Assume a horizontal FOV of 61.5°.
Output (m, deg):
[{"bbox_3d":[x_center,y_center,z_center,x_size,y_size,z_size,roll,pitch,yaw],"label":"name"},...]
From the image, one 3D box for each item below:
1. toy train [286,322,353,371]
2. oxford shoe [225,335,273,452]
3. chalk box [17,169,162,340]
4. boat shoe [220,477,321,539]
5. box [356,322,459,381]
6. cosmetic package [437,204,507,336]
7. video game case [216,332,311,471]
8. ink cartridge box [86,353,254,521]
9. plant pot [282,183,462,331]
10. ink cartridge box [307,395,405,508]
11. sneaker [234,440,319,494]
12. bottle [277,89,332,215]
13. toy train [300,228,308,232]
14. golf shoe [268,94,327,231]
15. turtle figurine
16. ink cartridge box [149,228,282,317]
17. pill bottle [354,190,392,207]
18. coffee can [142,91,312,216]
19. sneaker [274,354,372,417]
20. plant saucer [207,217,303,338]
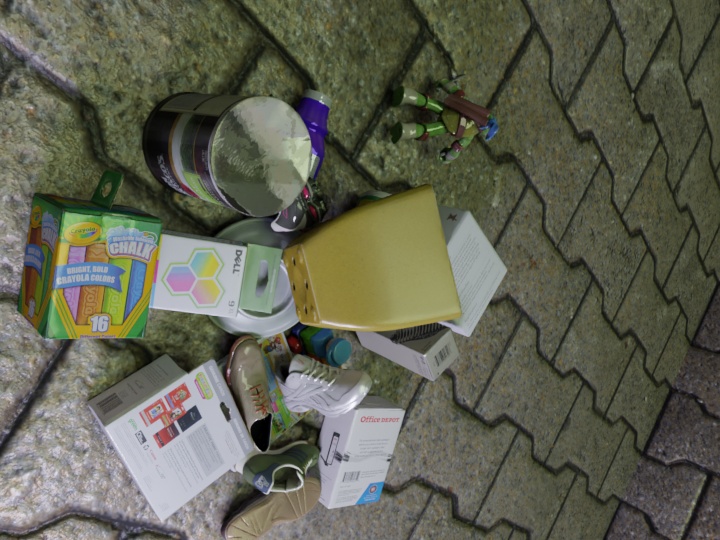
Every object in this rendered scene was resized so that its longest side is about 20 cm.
[{"bbox_3d":[-0.050,0.186,1.092,0.085,0.115,0.201,-34,124,-29],"label":"toy train"},{"bbox_3d":[-0.169,0.201,0.982,0.070,0.075,0.201,-20,119,-35],"label":"oxford shoe"},{"bbox_3d":[-0.337,-0.027,0.758,0.124,0.125,0.201,4,99,-43],"label":"chalk box"},{"bbox_3d":[-0.164,0.432,1.103,0.199,0.065,0.072,-21,99,-38],"label":"boat shoe"},{"bbox_3d":[0.082,0.125,1.134,0.082,0.200,0.069,-41,127,-27],"label":"box"},{"bbox_3d":[0.149,-0.007,1.177,0.168,0.166,0.200,-56,133,-14],"label":"cosmetic package"},{"bbox_3d":[-0.183,0.219,1.047,0.182,0.023,0.201,-34,123,-30],"label":"video game case"},{"bbox_3d":[-0.279,0.240,0.920,0.175,0.084,0.201,-32,123,-29],"label":"ink cartridge box"},{"bbox_3d":[0.000,0.000,0.896,0.199,0.195,0.195,-14,92,-22],"label":"plant pot"},{"bbox_3d":[-0.010,0.354,1.204,0.146,0.084,0.201,14,93,-44],"label":"ink cartridge box"},{"bbox_3d":[-0.126,0.358,1.078,0.200,0.090,0.067,17,102,-53],"label":"sneaker"},{"bbox_3d":[-0.101,-0.183,0.956,0.083,0.065,0.201,20,89,-14],"label":"bottle"},{"bbox_3d":[-0.098,-0.011,1.028,0.150,0.056,0.201,-42,127,-25],"label":"toy train"},{"bbox_3d":[-0.117,-0.155,0.885,0.088,0.077,0.201,-19,91,4],"label":"golf shoe"},{"bbox_3d":[0.144,-0.284,1.150,0.193,0.200,0.144,1,127,-22],"label":"turtle figurine"},{"bbox_3d":[-0.215,0.006,0.862,0.199,0.059,0.104,9,98,-13],"label":"ink cartridge box"},{"bbox_3d":[0.011,-0.030,1.068,0.113,0.112,0.201,40,69,-42],"label":"pill bottle"},{"bbox_3d":[-0.180,-0.160,0.804,0.146,0.200,0.147,-14,112,-38],"label":"coffee can"},{"bbox_3d":[-0.073,0.181,0.993,0.100,0.199,0.078,58,42,-22],"label":"sneaker"},{"bbox_3d":[-0.154,0.020,0.943,0.199,0.050,0.201,-6,110,-17],"label":"plant saucer"}]
